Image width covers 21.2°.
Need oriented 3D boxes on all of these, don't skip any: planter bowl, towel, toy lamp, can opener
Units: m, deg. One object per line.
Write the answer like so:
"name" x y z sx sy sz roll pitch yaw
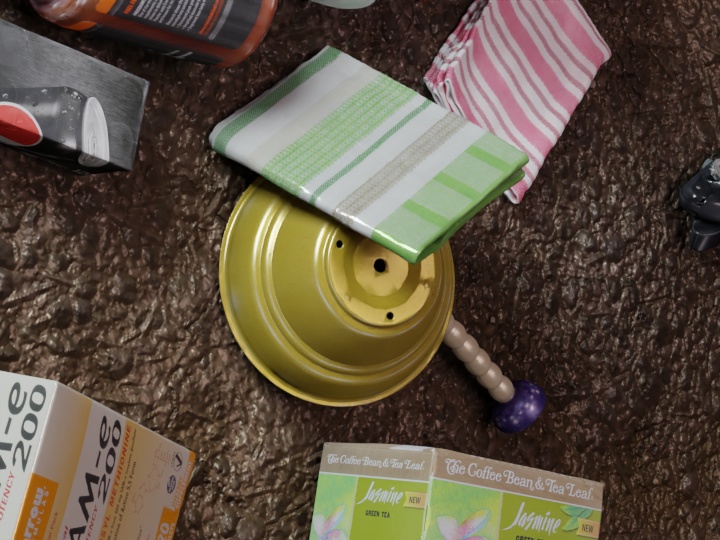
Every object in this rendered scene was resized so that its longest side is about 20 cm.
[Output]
"planter bowl" 0.000 0.000 1.452 0.199 0.083 0.202 3 82 -24
"towel" 0.142 -0.177 1.664 0.147 0.030 0.200 51 57 -29
"toy lamp" 0.078 0.056 1.578 0.200 0.058 0.058 47 59 -30
"can opener" 0.368 -0.096 1.857 0.063 0.079 0.200 40 50 11
"towel" 0.006 -0.085 1.439 0.149 0.199 0.031 -40 149 -34

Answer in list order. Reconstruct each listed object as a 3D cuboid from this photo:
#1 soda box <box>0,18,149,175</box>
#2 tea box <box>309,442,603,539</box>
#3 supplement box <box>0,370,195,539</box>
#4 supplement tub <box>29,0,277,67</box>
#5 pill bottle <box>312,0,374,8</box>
"soda box" -0.241 -0.125 1.289 0.199 0.063 0.071 20 75 -40
"tea box" 0.070 0.245 1.511 0.199 0.133 0.198 15 78 -41
"supplement box" -0.194 0.152 1.265 0.200 0.073 0.127 39 61 -61
"supplement tub" -0.160 -0.211 1.338 0.199 0.107 0.108 11 81 -42
"pill bottle" 0.001 -0.309 1.484 0.111 0.111 0.201 30 69 -37
